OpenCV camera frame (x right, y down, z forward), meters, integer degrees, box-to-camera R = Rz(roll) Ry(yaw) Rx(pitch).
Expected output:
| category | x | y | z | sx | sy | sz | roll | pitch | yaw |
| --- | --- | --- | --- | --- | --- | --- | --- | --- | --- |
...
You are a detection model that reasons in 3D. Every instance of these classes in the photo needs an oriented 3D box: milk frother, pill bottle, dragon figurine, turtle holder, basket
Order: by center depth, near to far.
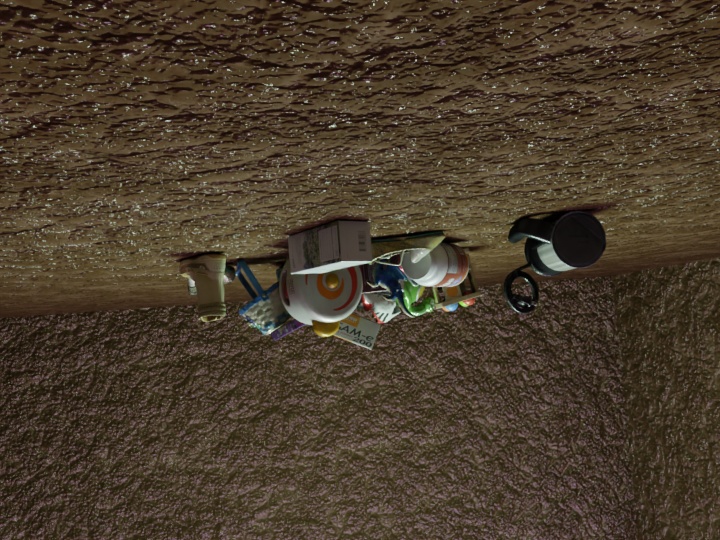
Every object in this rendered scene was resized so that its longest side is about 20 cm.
| category | x | y | z | sx | sy | sz | roll | pitch | yaw |
| --- | --- | --- | --- | --- | --- | --- | --- | --- | --- |
| milk frother | 0.411 | -0.012 | 1.383 | 0.176 | 0.205 | 0.188 | 0 | 174 | -2 |
| dragon figurine | 0.080 | 0.019 | 1.543 | 0.100 | 0.199 | 0.059 | -48 | 174 | -2 |
| pill bottle | 0.187 | -0.017 | 1.612 | 0.110 | 0.115 | 0.198 | -8 | 174 | 34 |
| basket | -0.277 | 0.070 | 1.740 | 0.138 | 0.202 | 0.176 | -31 | 177 | -15 |
| turtle holder | 0.137 | 0.039 | 1.870 | 0.131 | 0.185 | 0.142 | -35 | 145 | -20 |

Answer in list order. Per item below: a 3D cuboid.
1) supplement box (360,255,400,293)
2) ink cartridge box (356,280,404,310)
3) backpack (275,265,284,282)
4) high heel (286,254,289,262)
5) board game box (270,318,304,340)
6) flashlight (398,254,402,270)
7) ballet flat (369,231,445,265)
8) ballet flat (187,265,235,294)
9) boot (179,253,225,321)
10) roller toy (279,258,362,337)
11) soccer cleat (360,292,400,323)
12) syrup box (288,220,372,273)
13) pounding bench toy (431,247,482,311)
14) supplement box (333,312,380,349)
| category | x | y | z | sx | sy | sz | roll | pitch | yaw |
| --- | --- | --- | --- | --- | --- | --- | --- | --- | --- |
| supplement box | 0.000 | 0.000 | 1.623 | 0.195 | 0.112 | 0.061 | -5 | -174 | 10 |
| ink cartridge box | 0.004 | 0.029 | 1.742 | 0.158 | 0.048 | 0.199 | -23 | 144 | 27 |
| backpack | -0.152 | 0.051 | 1.878 | 0.179 | 0.151 | 0.200 | -10 | 168 | 11 |
| high heel | -0.139 | 0.024 | 1.704 | 0.094 | 0.069 | 0.202 | -3 | 145 | 9 |
| board game box | -0.140 | 0.124 | 1.674 | 0.119 | 0.033 | 0.199 | -23 | 175 | -45 |
| flashlight | 0.068 | -0.020 | 1.778 | 0.195 | 0.069 | 0.069 | -1 | -142 | -5 |
| ballet flat | 0.103 | -0.046 | 1.479 | 0.195 | 0.073 | 0.071 | -6 | 175 | 15 |
| ballet flat | -0.437 | 0.016 | 1.786 | 0.197 | 0.069 | 0.075 | -15 | 148 | 35 |
| boot | -0.387 | 0.047 | 1.569 | 0.072 | 0.160 | 0.198 | 0 | 173 | -41 |
| roller toy | -0.092 | 0.034 | 1.503 | 0.182 | 0.202 | 0.139 | 43 | 156 | -17 |
| soccer cleat | 0.051 | 0.086 | 1.738 | 0.084 | 0.070 | 0.200 | -23 | 149 | 10 |
| syrup box | -0.065 | -0.044 | 1.288 | 0.080 | 0.081 | 0.198 | -1 | 174 | -35 |
| pounding bench toy | 0.267 | 0.036 | 1.891 | 0.121 | 0.160 | 0.200 | -16 | 176 | -3 |
| supplement box | -0.028 | 0.153 | 1.752 | 0.124 | 0.075 | 0.200 | 21 | 176 | -7 |
